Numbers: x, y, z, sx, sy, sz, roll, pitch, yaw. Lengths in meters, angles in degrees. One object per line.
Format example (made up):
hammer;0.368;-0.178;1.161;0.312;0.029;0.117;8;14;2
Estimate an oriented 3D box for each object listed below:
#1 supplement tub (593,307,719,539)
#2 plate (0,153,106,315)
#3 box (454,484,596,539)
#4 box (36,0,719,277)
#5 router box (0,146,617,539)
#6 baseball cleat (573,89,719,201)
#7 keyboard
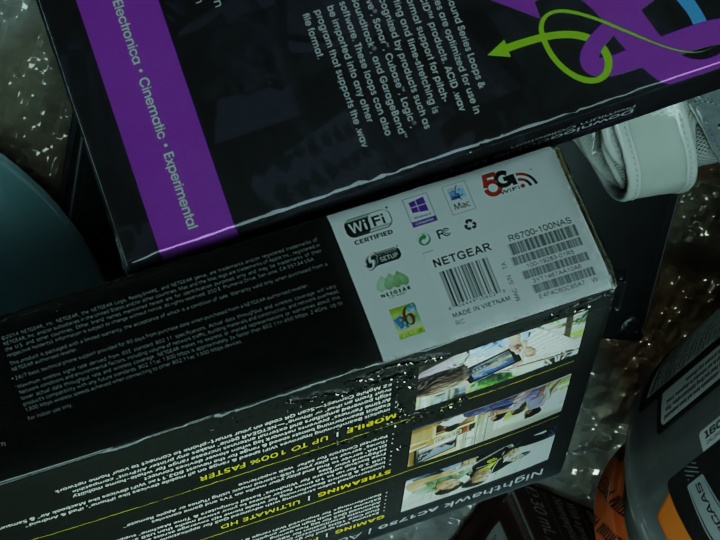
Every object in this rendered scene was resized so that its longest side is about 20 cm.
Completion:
supplement tub;0.161;0.045;0.760;0.122;0.123;0.200;17;143;-20
plate;-0.173;0.038;0.781;0.200;0.026;0.200;-3;120;-5
box;0.125;0.154;0.876;0.200;0.100;0.075;25;109;-23
box;0.008;-0.094;0.715;0.200;0.036;0.143;-19;80;-1
router box;-0.033;0.044;0.736;0.200;0.051;0.149;-17;157;-10
baseball cleat;0.130;-0.049;0.786;0.200;0.070;0.106;36;87;-15
keyboard;0.000;0.000;0.815;0.200;0.021;0.127;6;114;-14
